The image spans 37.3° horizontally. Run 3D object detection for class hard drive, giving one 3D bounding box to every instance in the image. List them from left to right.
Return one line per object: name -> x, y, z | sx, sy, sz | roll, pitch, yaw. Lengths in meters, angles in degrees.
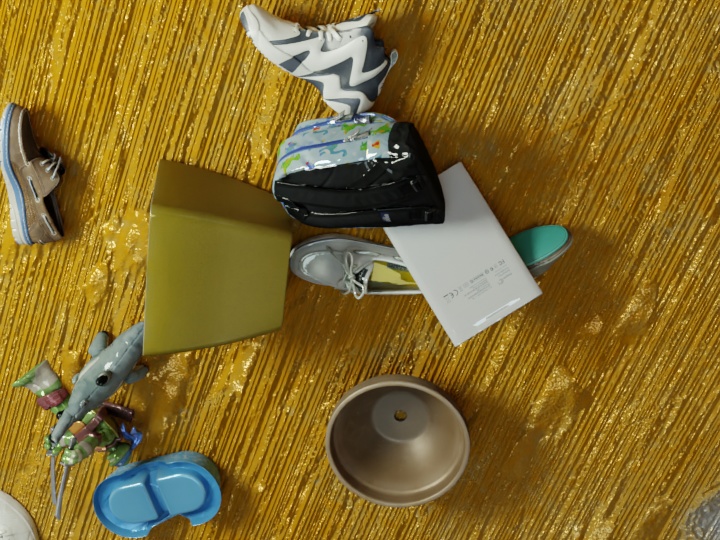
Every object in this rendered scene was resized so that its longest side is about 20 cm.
hard drive -> 0.127, -0.021, 1.382 | 0.132, 0.025, 0.201 | -32, 82, 4

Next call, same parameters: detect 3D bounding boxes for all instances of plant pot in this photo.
plant pot -> -0.184, -0.015, 1.384 | 0.175, 0.200, 0.201 | 4, 113, -8
plant pot -> 0.054, 0.225, 1.504 | 0.200, 0.093, 0.202 | 2, 112, 4

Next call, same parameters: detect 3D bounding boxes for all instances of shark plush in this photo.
shark plush -> -0.368, 0.148, 1.472 | 0.091, 0.200, 0.083 | 53, 147, -6

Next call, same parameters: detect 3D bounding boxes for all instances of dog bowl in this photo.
dog bowl -> -0.301, 0.332, 1.603 | 0.199, 0.050, 0.112 | -15, 110, 10

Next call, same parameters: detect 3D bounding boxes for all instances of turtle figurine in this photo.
turtle figurine -> -0.435, 0.238, 1.523 | 0.200, 0.144, 0.194 | -37, 97, 6

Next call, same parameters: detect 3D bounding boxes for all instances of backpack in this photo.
backpack -> -0.011, -0.120, 1.335 | 0.199, 0.154, 0.163 | -17, 146, 13

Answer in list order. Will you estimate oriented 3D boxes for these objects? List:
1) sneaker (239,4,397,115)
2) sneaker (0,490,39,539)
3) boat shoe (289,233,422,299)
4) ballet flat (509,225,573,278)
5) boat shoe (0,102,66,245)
sneaker -> -0.040, -0.292, 1.314 | 0.199, 0.080, 0.130 | 39, 109, -10
sneaker -> -0.543, 0.443, 1.634 | 0.073, 0.116, 0.201 | -20, 107, 15
boat shoe -> 0.000, 0.005, 1.424 | 0.201, 0.086, 0.075 | 9, 112, 1
ballet flat -> 0.195, -0.001, 1.426 | 0.199, 0.068, 0.064 | -23, 137, 14
boat shoe -> -0.433, -0.129, 1.424 | 0.072, 0.072, 0.201 | 1, 122, 0
